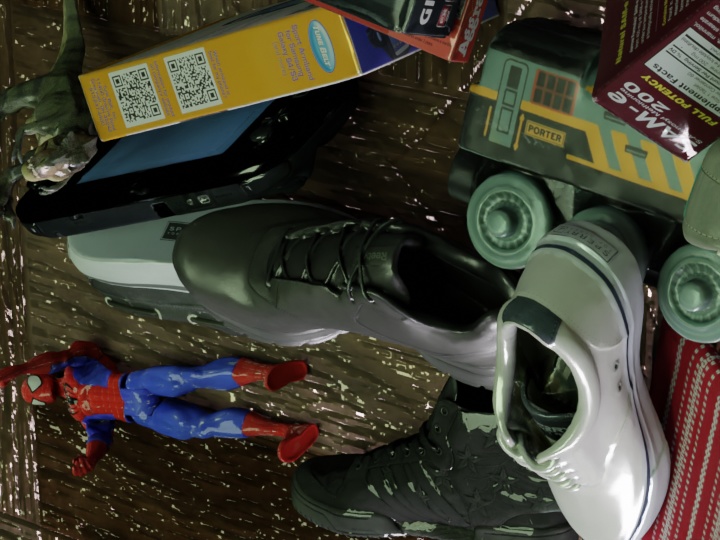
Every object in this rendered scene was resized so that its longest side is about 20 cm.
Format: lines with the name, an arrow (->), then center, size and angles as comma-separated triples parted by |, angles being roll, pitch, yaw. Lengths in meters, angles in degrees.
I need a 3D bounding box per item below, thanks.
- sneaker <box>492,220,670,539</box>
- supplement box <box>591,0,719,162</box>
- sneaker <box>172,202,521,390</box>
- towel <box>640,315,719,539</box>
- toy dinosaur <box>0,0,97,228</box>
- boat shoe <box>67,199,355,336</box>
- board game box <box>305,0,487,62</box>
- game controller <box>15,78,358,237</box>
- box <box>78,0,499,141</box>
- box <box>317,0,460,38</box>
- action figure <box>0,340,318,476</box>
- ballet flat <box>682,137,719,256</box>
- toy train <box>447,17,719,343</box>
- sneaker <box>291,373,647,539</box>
sneaker -> 0.092, 0.066, 1.156 | 0.073, 0.071, 0.200 | 26, 145, 36
supplement box -> 0.185, -0.145, 1.051 | 0.061, 0.109, 0.200 | 32, 135, -21
sneaker -> 0.000, 0.000, 1.233 | 0.199, 0.091, 0.076 | 10, 74, 14
towel -> 0.174, 0.126, 1.152 | 0.200, 0.022, 0.145 | -119, 28, -50
toy dinosaur -> -0.171, -0.080, 1.322 | 0.088, 0.200, 0.047 | -41, 120, 19
boat shoe -> -0.064, 0.007, 1.346 | 0.199, 0.070, 0.066 | 5, 141, 24
board game box -> -0.021, -0.176, 1.128 | 0.200, 0.019, 0.103 | 25, 103, 28
game controller -> -0.091, -0.062, 1.310 | 0.199, 0.104, 0.042 | -9, 128, 40
box -> -0.027, -0.112, 1.229 | 0.199, 0.119, 0.042 | -8, 103, 40
box -> -0.027, -0.207, 1.092 | 0.200, 0.046, 0.160 | 25, 104, 28
action figure -> -0.132, 0.079, 1.407 | 0.199, 0.099, 0.066 | 3, 108, 40
ballet flat -> 0.229, 0.009, 1.062 | 0.199, 0.067, 0.064 | 29, 111, 9
toy train -> 0.132, -0.043, 1.162 | 0.199, 0.085, 0.114 | 21, 110, 30
sneaker -> 0.052, 0.090, 1.292 | 0.199, 0.060, 0.105 | 10, 115, 29
